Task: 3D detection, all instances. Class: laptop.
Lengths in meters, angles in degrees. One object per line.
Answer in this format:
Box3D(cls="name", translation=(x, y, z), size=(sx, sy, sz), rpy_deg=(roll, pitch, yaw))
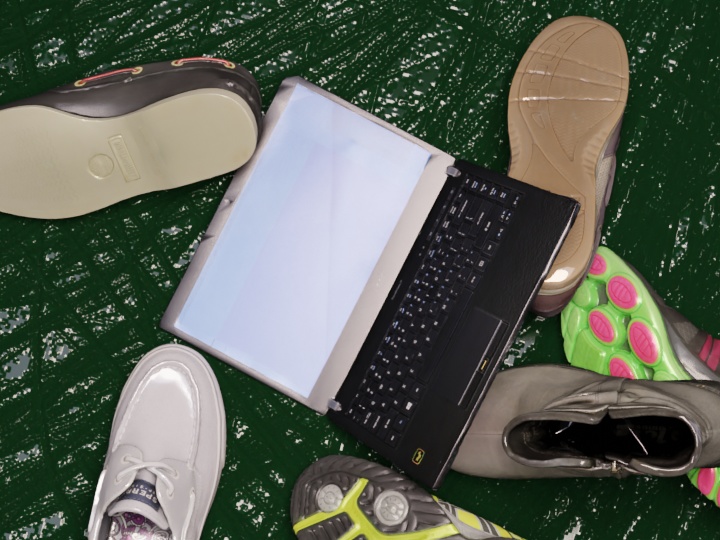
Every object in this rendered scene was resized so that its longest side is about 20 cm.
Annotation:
Box3D(cls="laptop", translation=(0.000, 0.000, 0.993), size=(0.103, 0.200, 0.178), rpy_deg=(27, 91, -32))

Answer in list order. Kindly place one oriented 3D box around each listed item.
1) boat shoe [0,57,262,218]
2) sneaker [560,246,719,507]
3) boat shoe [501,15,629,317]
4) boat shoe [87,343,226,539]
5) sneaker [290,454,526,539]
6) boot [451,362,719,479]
Box3D(cls="boat shoe", translation=(-0.156, -0.082, 1.047), size=(0.200, 0.063, 0.074), rpy_deg=(-9, 119, 8))
Box3D(cls="sneaker", translation=(0.195, 0.068, 1.024), size=(0.200, 0.084, 0.077), rpy_deg=(51, 120, 21))
Box3D(cls="boat shoe", translation=(0.121, -0.064, 1.047), size=(0.071, 0.065, 0.201), rpy_deg=(8, 59, 5))
Box3D(cls="boat shoe", translation=(-0.126, 0.138, 0.994), size=(0.071, 0.069, 0.202), rpy_deg=(16, 78, 2))
Box3D(cls="sneaker", translation=(0.047, 0.172, 0.995), size=(0.199, 0.076, 0.076), rpy_deg=(25, 81, 22))
Box3D(cls="boot", translation=(0.107, 0.085, 0.947), size=(0.199, 0.130, 0.068), rpy_deg=(-5, 86, 30))
